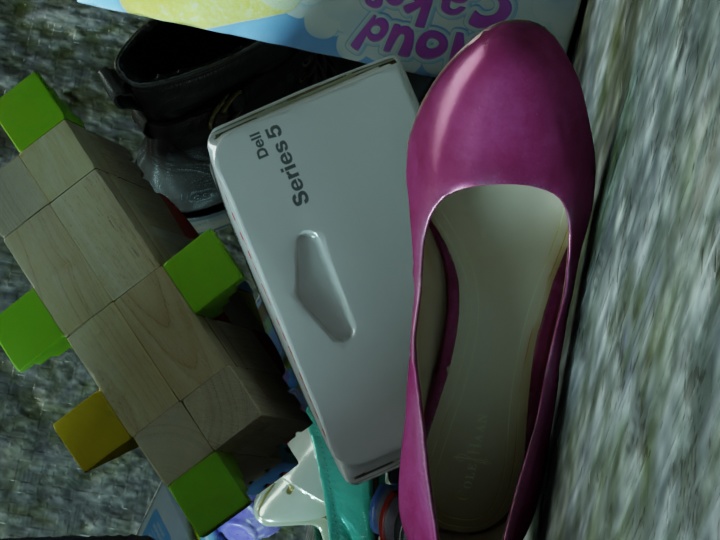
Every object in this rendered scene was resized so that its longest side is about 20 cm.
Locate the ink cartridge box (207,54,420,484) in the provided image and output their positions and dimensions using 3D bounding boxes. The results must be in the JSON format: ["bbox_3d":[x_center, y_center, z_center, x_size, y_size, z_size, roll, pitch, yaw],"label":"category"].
[{"bbox_3d":[0.000,0.000,1.079,0.200,0.084,0.146,-178,65,-87],"label":"ink cartridge box"}]

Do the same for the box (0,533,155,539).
[{"bbox_3d":[-0.081,0.229,1.021,0.196,0.124,0.201,20,100,43],"label":"box"}]

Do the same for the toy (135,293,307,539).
[{"bbox_3d":[-0.042,0.088,1.325,0.115,0.047,0.200,69,-145,-48],"label":"toy"}]

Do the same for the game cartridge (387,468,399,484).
[{"bbox_3d":[0.044,0.003,1.314,0.133,0.040,0.201,-112,31,-79],"label":"game cartridge"}]

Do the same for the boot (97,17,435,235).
[{"bbox_3d":[-0.030,-0.097,1.198,0.200,0.069,0.174,-34,-17,-18],"label":"boot"}]

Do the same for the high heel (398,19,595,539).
[{"bbox_3d":[0.043,0.018,0.887,0.096,0.067,0.201,-93,12,-51],"label":"high heel"}]

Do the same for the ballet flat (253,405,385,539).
[{"bbox_3d":[-0.016,0.134,1.265,0.067,0.070,0.201,165,99,-81],"label":"ballet flat"}]

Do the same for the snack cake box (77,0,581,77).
[{"bbox_3d":[-0.009,-0.146,1.083,0.115,0.199,0.067,-84,7,-55],"label":"snack cake box"}]

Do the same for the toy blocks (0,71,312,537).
[{"bbox_3d":[-0.083,0.020,1.132,0.200,0.100,0.137,55,-172,13],"label":"toy blocks"}]

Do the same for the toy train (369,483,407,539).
[{"bbox_3d":[0.029,0.109,1.106,0.200,0.046,0.034,142,137,-87],"label":"toy train"}]
